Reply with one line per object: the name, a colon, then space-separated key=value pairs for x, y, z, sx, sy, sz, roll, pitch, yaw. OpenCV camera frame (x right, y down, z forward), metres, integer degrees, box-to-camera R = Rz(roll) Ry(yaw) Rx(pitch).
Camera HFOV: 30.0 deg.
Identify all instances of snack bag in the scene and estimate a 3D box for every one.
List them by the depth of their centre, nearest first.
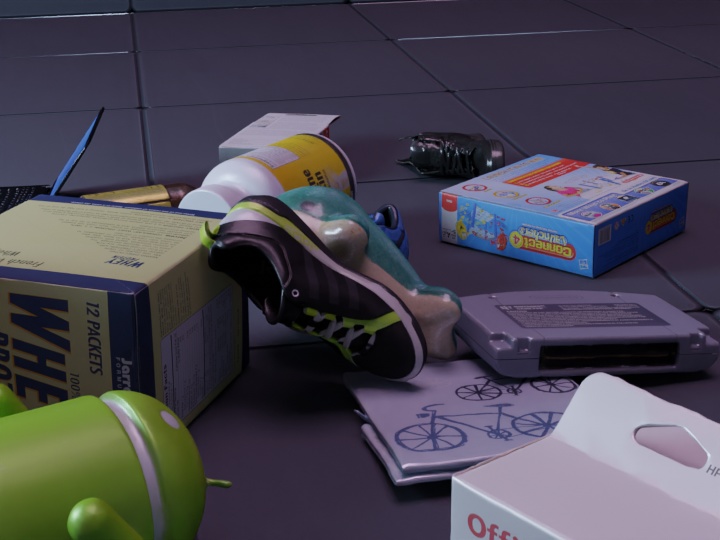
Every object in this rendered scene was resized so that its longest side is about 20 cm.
snack bag: x=0.088 y=0.108 z=1.016 sx=0.186 sy=0.022 sz=0.200 roll=-5 pitch=17 yaw=-14

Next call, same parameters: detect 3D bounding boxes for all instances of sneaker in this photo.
sneaker: x=-0.042 y=0.029 z=1.028 sx=0.199 sy=0.072 sz=0.083 roll=39 pitch=41 yaw=1
sneaker: x=-0.011 y=-0.009 z=1.266 sx=0.065 sy=0.079 sz=0.200 roll=10 pitch=23 yaw=23
sneaker: x=0.109 y=-0.139 z=1.660 sx=0.103 sy=0.061 sz=0.200 roll=-2 pitch=14 yaw=-7

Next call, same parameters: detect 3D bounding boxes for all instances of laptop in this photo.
laptop: x=-0.397 y=-0.115 z=1.544 sx=0.197 sy=0.105 sz=0.178 roll=-2 pitch=19 yaw=-4

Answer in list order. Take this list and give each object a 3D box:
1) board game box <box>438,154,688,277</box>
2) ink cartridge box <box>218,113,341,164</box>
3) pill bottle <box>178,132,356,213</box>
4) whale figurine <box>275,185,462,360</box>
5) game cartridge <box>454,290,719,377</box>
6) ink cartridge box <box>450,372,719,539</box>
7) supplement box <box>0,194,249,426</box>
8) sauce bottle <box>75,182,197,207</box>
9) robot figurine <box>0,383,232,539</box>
board game box: x=0.218 y=-0.064 z=1.441 sx=0.194 sy=0.057 sz=0.199 roll=15 pitch=25 yaw=39
ink cartridge box: x=-0.099 y=-0.159 z=1.737 sx=0.107 sy=0.051 sz=0.200 roll=4 pitch=19 yaw=14
pill bottle: x=-0.097 y=-0.068 z=1.382 sx=0.111 sy=0.114 sz=0.199 roll=11 pitch=23 yaw=30
whale figurine: x=0.000 y=0.000 z=1.124 sx=0.198 sy=0.160 sz=0.104 roll=21 pitch=54 yaw=16
game cartridge: x=0.180 y=0.050 z=1.121 sx=0.197 sy=0.042 sz=0.133 roll=0 pitch=11 yaw=-16
ink cartridge box: x=0.122 y=0.160 z=0.594 sx=0.124 sy=0.203 sz=0.128 roll=-16 pitch=24 yaw=-37
supplement box: x=-0.214 y=0.038 z=1.052 sx=0.197 sy=0.136 sz=0.200 roll=6 pitch=20 yaw=17
sauce bottle: x=-0.217 y=-0.059 z=1.437 sx=0.198 sy=0.066 sz=0.065 roll=-9 pitch=21 yaw=-24
robot figurine: x=-0.179 y=0.139 z=0.793 sx=0.198 sy=0.117 sz=0.175 roll=-13 pitch=25 yaw=-32
